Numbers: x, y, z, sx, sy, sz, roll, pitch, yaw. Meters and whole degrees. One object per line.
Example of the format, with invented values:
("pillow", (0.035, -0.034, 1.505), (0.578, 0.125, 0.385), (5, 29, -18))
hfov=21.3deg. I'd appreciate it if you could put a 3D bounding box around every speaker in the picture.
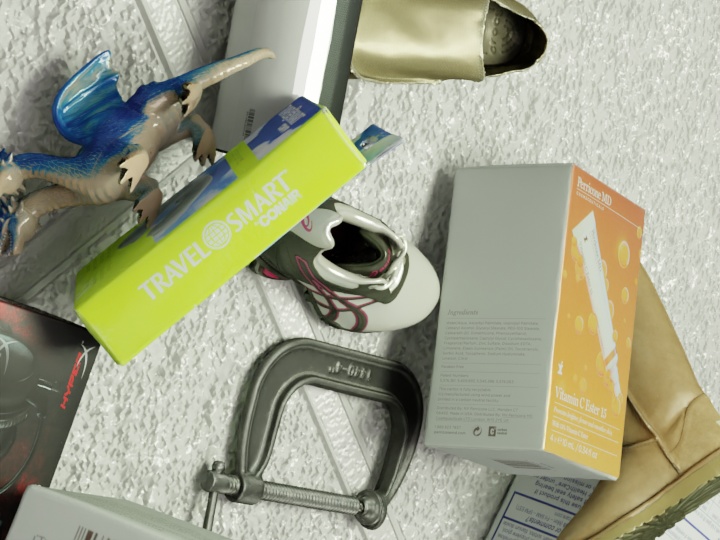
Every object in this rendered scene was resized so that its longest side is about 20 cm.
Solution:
("speaker", (-0.039, -0.167, 1.184), (0.081, 0.081, 0.202), (6, 97, -46))

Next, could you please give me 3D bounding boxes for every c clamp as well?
("c clamp", (-0.033, 0.133, 1.319), (0.199, 0.027, 0.172), (9, 90, -45))

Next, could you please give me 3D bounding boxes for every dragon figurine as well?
("dragon figurine", (-0.139, -0.084, 1.101), (0.200, 0.099, 0.059), (-53, 145, -25))

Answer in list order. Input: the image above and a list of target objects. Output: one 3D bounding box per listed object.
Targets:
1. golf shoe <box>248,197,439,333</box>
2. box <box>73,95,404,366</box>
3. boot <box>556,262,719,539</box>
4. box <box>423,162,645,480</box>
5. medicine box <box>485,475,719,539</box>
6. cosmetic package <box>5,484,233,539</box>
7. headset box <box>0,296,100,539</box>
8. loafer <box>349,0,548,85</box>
("golf shoe", (0.000, 0.000, 1.266), (0.199, 0.088, 0.078), (25, 82, -48))
("box", (-0.073, -0.033, 1.093), (0.200, 0.122, 0.048), (-39, 102, -1))
("boot", (0.175, 0.104, 1.419), (0.174, 0.201, 0.066), (-33, 155, 6))
("box", (0.126, 0.038, 1.355), (0.124, 0.097, 0.202), (23, 70, -54))
("medicine box", (0.202, 0.212, 1.520), (0.182, 0.103, 0.201), (40, 73, -43))
("cosmetic package", (-0.121, 0.230, 1.097), (0.200, 0.164, 0.166), (46, 65, -77))
("headset box", (-0.255, 0.071, 1.034), (0.199, 0.077, 0.150), (25, 84, -48))
("loafer", (0.052, -0.163, 1.285), (0.199, 0.067, 0.077), (-12, 110, -43))
